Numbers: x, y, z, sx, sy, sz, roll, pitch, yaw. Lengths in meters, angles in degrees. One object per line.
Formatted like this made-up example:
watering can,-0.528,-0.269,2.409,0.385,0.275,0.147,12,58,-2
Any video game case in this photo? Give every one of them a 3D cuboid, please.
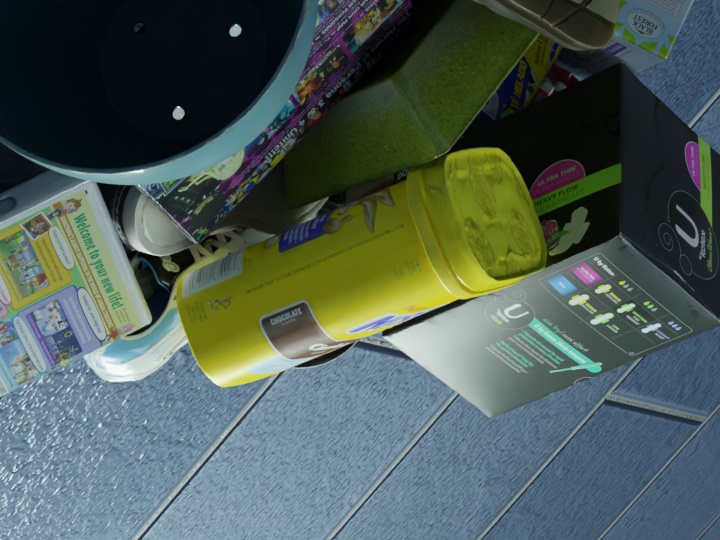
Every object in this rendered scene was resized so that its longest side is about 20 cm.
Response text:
video game case,-0.065,-0.122,1.517,0.200,0.036,0.181,-46,155,-1
video game case,-0.227,0.022,1.582,0.181,0.022,0.200,-26,153,-6

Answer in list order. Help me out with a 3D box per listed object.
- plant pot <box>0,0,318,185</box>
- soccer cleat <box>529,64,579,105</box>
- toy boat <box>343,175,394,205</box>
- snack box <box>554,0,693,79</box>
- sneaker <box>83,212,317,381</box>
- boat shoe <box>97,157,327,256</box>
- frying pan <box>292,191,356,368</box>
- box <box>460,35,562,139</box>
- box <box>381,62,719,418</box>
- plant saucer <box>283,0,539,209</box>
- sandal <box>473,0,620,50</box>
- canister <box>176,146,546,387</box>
plant pot,-0.108,-0.131,1.361,0.200,0.200,0.135,-44,162,-1
soccer cleat,0.132,-0.100,1.889,0.085,0.068,0.200,-50,-174,18
toy boat,0.042,-0.004,1.891,0.199,0.131,0.131,-27,151,-35
snack box,0.192,-0.204,1.749,0.143,0.053,0.200,-63,-175,-4
sneaker,-0.106,-0.004,1.731,0.200,0.072,0.073,-41,149,-17
boat shoe,-0.095,-0.054,1.675,0.199,0.059,0.072,-20,114,-48
frying pan,-0.042,-0.028,1.806,0.031,0.114,0.192,9,79,-75
box,0.111,-0.179,1.769,0.070,0.064,0.201,-77,-166,-57
box,0.131,-0.017,1.748,0.199,0.149,0.124,-25,134,33
plant saucer,0.040,-0.139,1.638,0.200,0.048,0.199,-52,-163,-26
sandal,0.074,-0.193,1.528,0.200,0.054,0.081,34,71,-34
canister,0.000,0.000,1.630,0.199,0.087,0.148,-23,177,22
